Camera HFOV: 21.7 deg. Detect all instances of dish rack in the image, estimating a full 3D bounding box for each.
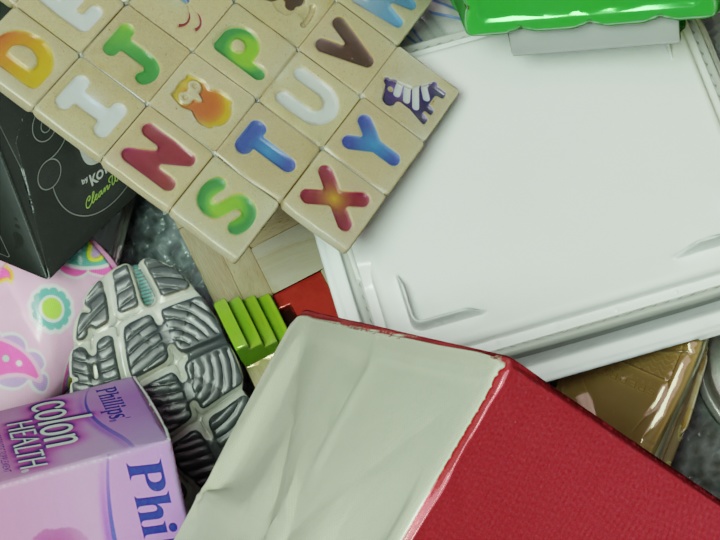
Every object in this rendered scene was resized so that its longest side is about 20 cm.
[{"bbox_3d":[0.077,-0.040,0.814,0.199,0.044,0.173,-16,67,-3],"label":"dish rack"}]

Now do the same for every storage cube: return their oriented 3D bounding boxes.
[{"bbox_3d":[0.036,0.137,0.681,0.179,0.200,0.172,34,80,-24],"label":"storage cube"}]

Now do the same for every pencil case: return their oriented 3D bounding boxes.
[{"bbox_3d":[-0.195,0.055,0.851,0.087,0.088,0.200,41,65,15],"label":"pencil case"}]

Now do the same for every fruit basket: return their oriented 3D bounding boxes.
[{"bbox_3d":[0.106,-0.166,0.836,0.184,0.200,0.094,-4,113,12],"label":"fruit basket"}]

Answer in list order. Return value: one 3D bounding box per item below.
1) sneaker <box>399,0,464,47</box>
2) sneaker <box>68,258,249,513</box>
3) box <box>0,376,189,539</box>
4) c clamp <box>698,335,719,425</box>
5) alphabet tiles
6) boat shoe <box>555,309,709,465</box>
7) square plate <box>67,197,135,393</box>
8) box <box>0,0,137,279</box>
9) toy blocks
[{"bbox_3d":[0.001,-0.125,0.906,0.199,0.075,0.087,23,82,7],"label":"sneaker"},{"bbox_3d":[-0.079,0.092,0.863,0.077,0.080,0.201,-20,99,-6],"label":"sneaker"},{"bbox_3d":[-0.160,0.161,0.759,0.199,0.097,0.177,-14,105,-13],"label":"box"},{"bbox_3d":[0.242,-0.005,0.849,0.170,0.027,0.201,17,87,15],"label":"c clamp"},{"bbox_3d":[-0.062,-0.100,0.778,0.200,0.006,0.167,36,58,-1],"label":"alphabet tiles"},{"bbox_3d":[0.104,0.094,0.847,0.074,0.069,0.201,32,93,24],"label":"boat shoe"},{"bbox_3d":[-0.214,0.011,0.956,0.199,0.028,0.200,9,86,14],"label":"square plate"},{"bbox_3d":[-0.183,-0.111,0.863,0.199,0.125,0.149,19,51,30],"label":"box"},{"bbox_3d":[0.000,0.000,0.880,0.136,0.100,0.201,-27,70,-3],"label":"toy blocks"}]
